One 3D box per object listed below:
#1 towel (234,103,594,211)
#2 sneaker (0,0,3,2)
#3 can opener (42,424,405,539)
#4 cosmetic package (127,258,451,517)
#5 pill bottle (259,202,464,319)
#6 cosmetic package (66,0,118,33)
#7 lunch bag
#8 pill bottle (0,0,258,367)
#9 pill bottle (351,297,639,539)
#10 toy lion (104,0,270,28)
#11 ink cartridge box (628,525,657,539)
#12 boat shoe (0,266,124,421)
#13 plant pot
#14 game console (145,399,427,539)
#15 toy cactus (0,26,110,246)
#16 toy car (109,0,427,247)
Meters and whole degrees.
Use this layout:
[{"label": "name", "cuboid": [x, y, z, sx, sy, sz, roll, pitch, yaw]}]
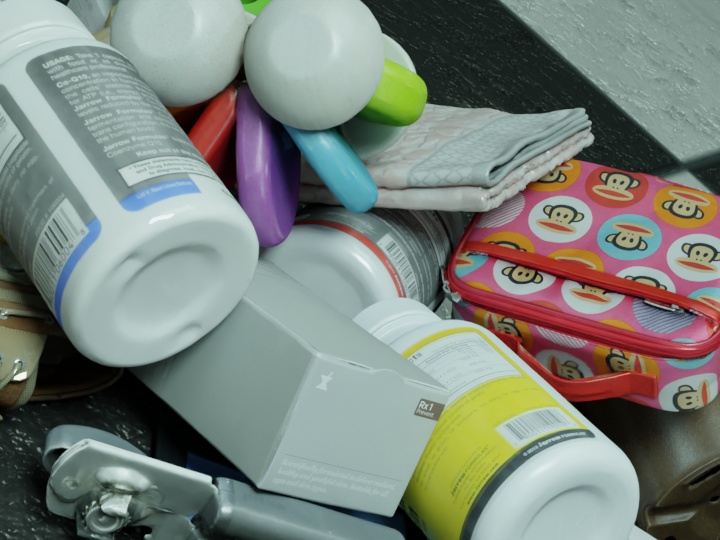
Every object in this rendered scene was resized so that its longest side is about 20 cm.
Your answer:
[{"label": "towel", "cuboid": [0.040, -0.083, 1.192, 0.190, 0.032, 0.200, 5, 19, 27]}, {"label": "sneaker", "cuboid": [-0.278, -0.167, 1.169, 0.199, 0.070, 0.082, 27, 39, -31]}, {"label": "can opener", "cuboid": [-0.071, 0.124, 0.918, 0.199, 0.053, 0.067, 20, 31, -21]}, {"label": "cosmetic package", "cuboid": [-0.054, 0.054, 0.992, 0.106, 0.091, 0.200, 19, 12, -38]}, {"label": "pill bottle", "cuboid": [0.000, 0.000, 1.185, 0.116, 0.116, 0.200, 38, 25, 4]}, {"label": "cosmetic package", "cuboid": [-0.164, -0.112, 1.209, 0.050, 0.083, 0.200, 12, 35, -38]}, {"label": "lunch bag", "cuboid": [0.160, 0.014, 1.160, 0.199, 0.082, 0.176, 15, 49, 23]}, {"label": "pill bottle", "cuboid": [-0.150, -0.054, 0.947, 0.113, 0.114, 0.200, 5, 38, -47]}, {"label": "pill bottle", "cuboid": [0.063, 0.098, 1.011, 0.112, 0.113, 0.200, 14, 19, -38]}, {"label": "toy lion", "cuboid": [-0.114, -0.230, 1.267, 0.191, 0.069, 0.200, 3, 41, -35]}, {"label": "ink cartridge box", "cuboid": [0.205, 0.247, 1.061, 0.199, 0.077, 0.137, 31, 21, -8]}, {"label": "boat shoe", "cuboid": [-0.200, 0.040, 0.925, 0.199, 0.076, 0.072, -7, 51, -53]}, {"label": "plant pot", "cuboid": [0.246, 0.092, 1.269, 0.199, 0.200, 0.199, 16, 40, -35]}, {"label": "game console", "cuboid": [-0.038, 0.158, 0.975, 0.176, 0.031, 0.200, 27, 27, -19]}, {"label": "toy cactus", "cuboid": [-0.203, -0.111, 1.100, 0.165, 0.102, 0.200, -39, 84, -26]}, {"label": "toy car", "cuboid": [-0.062, -0.092, 1.056, 0.199, 0.151, 0.175, 10, -3, 12]}]
